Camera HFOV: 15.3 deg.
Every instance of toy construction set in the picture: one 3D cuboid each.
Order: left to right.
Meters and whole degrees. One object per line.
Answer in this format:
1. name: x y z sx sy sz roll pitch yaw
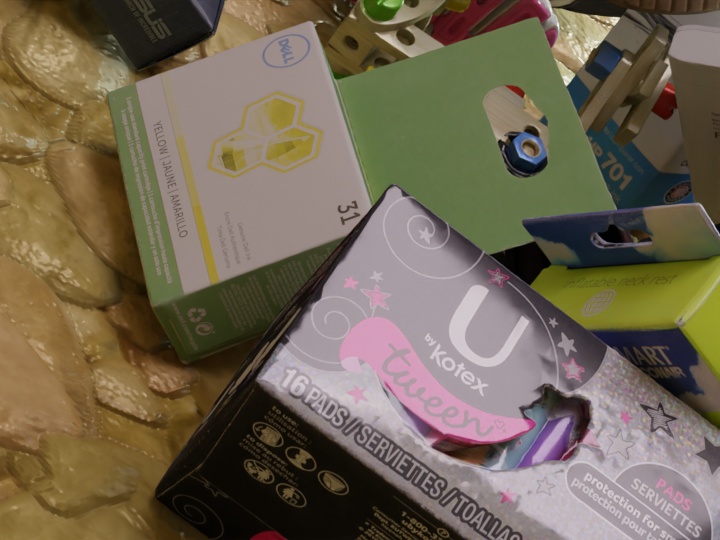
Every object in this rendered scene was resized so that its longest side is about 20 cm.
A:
1. toy construction set: 0.065 -0.106 1.395 0.200 0.092 0.131 24 50 6

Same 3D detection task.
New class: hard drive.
1. hard drive: 0.236 -0.052 1.399 0.132 0.200 0.027 11 61 20

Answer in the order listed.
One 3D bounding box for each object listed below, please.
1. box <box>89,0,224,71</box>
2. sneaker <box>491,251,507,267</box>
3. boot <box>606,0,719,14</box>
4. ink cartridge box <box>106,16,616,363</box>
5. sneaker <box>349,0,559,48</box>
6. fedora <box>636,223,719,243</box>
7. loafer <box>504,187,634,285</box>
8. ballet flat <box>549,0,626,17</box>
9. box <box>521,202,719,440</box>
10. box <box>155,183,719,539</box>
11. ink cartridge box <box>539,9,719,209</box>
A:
1. box: -0.131 -0.219 1.312 0.200 0.051 0.158 56 23 -26
2. sneaker: 0.062 0.031 1.245 0.200 0.075 0.077 -29 91 -49
3. boot: 0.114 -0.200 1.420 0.200 0.072 0.166 17 18 0
4. ink cartridge box: -0.004 -0.052 1.183 0.146 0.200 0.048 -106 175 -45
5. sneaker: 0.023 -0.188 1.497 0.200 0.074 0.088 30 27 -17
6. fedora: 0.170 0.050 1.270 0.091 0.201 0.201 -4 42 -8
7. loafer: 0.110 0.060 1.186 0.072 0.063 0.200 -14 89 -14
8. ballet flat: 0.082 -0.203 1.593 0.200 0.073 0.073 41 30 -8
9. box: 0.145 0.063 1.100 0.048 0.122 0.200 -49 113 -25
10. box: 0.044 0.084 1.061 0.200 0.132 0.115 36 57 -4
11. ink cartridge box: 0.214 -0.121 1.480 0.146 0.200 0.086 -3 50 -48
